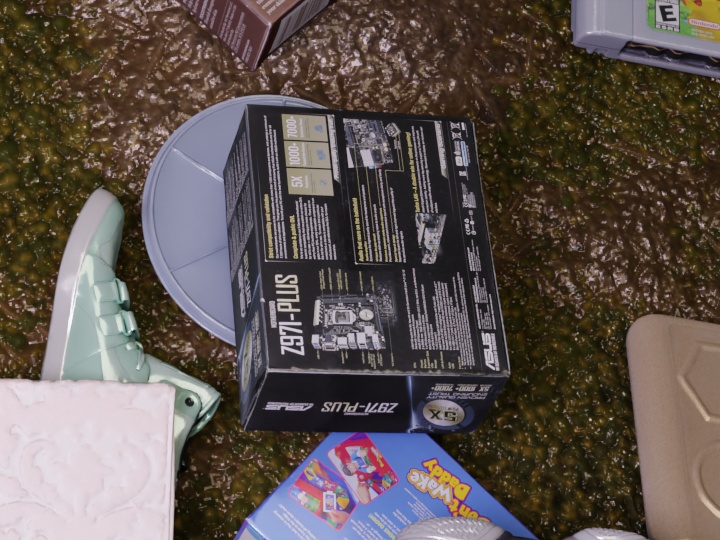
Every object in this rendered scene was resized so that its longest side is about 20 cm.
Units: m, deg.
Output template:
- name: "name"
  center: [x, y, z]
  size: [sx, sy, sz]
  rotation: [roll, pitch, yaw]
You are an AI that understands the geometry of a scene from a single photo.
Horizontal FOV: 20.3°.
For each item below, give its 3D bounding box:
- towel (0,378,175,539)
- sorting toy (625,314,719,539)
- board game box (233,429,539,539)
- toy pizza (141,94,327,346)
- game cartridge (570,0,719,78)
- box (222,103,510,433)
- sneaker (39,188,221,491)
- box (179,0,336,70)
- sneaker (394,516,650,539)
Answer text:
- name: "towel"
  center: [-0.214, 0.162, 1.235]
  size: [0.198, 0.032, 0.193]
  rotation: [3, 83, -6]
- name: "sorting toy"
  center: [0.287, 0.124, 1.408]
  size: [0.198, 0.037, 0.187]
  rotation: [7, 53, -11]
- name: "board game box"
  center: [0.035, 0.193, 1.314]
  size: [0.200, 0.045, 0.134]
  rotation: [43, 62, 7]
- name: "toy pizza"
  center: [-0.056, -0.030, 1.402]
  size: [0.198, 0.032, 0.202]
  rotation: [6, 65, -14]
- name: "game cartridge"
  center: [0.262, -0.218, 1.574]
  size: [0.198, 0.041, 0.135]
  rotation: [9, 60, -11]
- name: "box"
  center: [0.000, 0.000, 1.328]
  size: [0.162, 0.086, 0.202]
  rotation: [2, 60, -15]
- name: "sneaker"
  center: [-0.146, 0.050, 1.315]
  size: [0.117, 0.074, 0.203]
  rotation: [8, 73, -4]
- name: "box"
  center: [-0.110, -0.254, 1.470]
  size: [0.200, 0.075, 0.100]
  rotation: [45, 63, 6]
- name: "sneaker"
  center: [0.115, 0.223, 1.257]
  size: [0.198, 0.076, 0.115]
  rotation: [7, 65, -5]
